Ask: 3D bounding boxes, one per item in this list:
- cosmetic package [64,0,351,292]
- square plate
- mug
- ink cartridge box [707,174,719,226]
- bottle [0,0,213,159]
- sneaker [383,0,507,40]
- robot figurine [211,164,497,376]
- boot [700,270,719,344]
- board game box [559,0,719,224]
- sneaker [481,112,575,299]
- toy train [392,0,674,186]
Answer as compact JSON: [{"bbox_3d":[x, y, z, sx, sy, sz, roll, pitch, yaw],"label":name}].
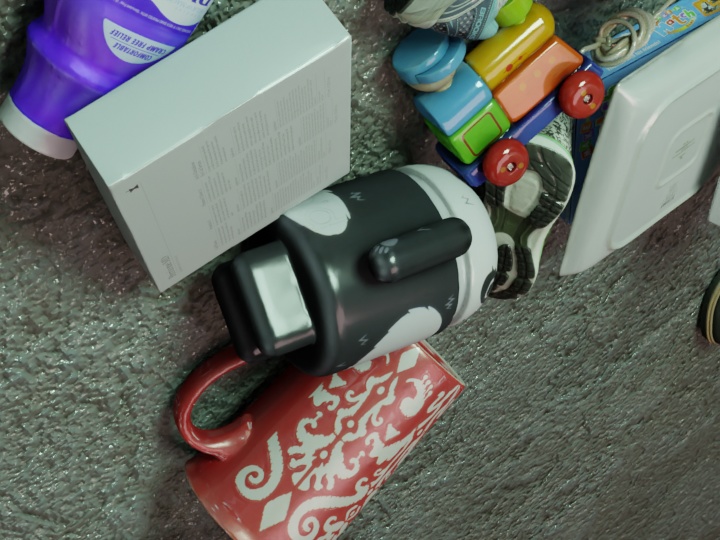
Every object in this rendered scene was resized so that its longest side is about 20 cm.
[{"bbox_3d":[-0.079,-0.071,0.777,0.150,0.052,0.200,-35,167,-11],"label":"cosmetic package"},{"bbox_3d":[0.242,-0.101,1.027,0.199,0.028,0.199,-33,148,-31],"label":"square plate"},{"bbox_3d":[-0.032,0.118,1.023,0.200,0.133,0.177,-46,147,3],"label":"mug"},{"bbox_3d":[0.365,-0.134,1.082,0.200,0.083,0.146,-53,157,-33],"label":"ink cartridge box"},{"bbox_3d":[-0.120,-0.150,0.694,0.083,0.065,0.200,17,116,-49],"label":"bottle"},{"bbox_3d":[0.097,-0.225,0.799,0.086,0.078,0.200,19,126,-32],"label":"sneaker"},{"bbox_3d":[0.001,0.001,0.923,0.199,0.150,0.126,-19,128,-27],"label":"robot figurine"},{"bbox_3d":[0.437,0.034,1.360,0.077,0.139,0.201,-15,139,-31],"label":"boot"},{"bbox_3d":[0.239,-0.140,1.070,0.199,0.037,0.152,-30,145,-17],"label":"board game box"},{"bbox_3d":[0.127,-0.052,1.035,0.089,0.077,0.200,-57,176,-37],"label":"sneaker"},{"bbox_3d":[0.119,-0.162,0.906,0.200,0.085,0.116,-42,131,0],"label":"toy train"}]
